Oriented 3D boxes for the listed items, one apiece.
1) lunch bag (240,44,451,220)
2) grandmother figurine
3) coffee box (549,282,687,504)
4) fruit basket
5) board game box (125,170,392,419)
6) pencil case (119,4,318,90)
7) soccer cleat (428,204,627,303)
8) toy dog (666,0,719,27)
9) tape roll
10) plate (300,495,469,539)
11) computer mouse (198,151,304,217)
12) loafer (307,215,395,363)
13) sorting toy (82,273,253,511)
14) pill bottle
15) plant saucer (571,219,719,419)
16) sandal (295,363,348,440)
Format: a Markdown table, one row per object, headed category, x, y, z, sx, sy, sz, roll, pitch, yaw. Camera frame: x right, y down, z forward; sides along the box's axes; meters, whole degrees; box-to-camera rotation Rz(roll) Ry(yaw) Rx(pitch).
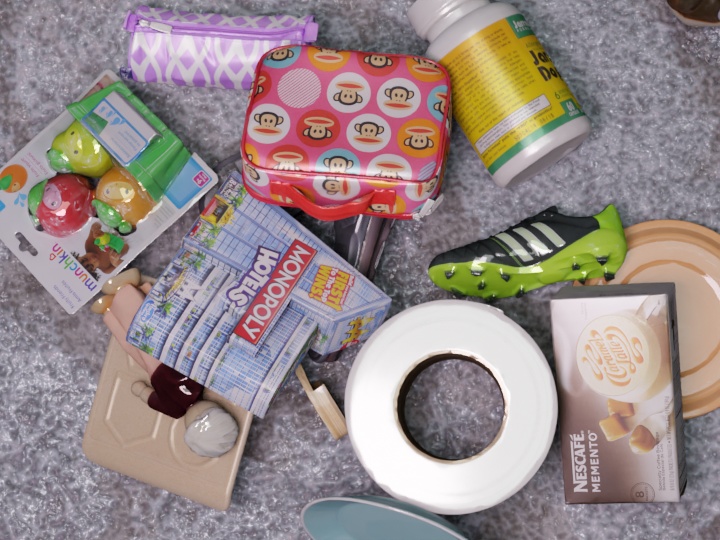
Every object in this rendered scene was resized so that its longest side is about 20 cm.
| category | x | y | z | sx | sy | sz | roll | pitch | yaw |
| --- | --- | --- | --- | --- | --- | --- | --- | --- | --- |
| lunch bag | -0.014 | -0.123 | 1.678 | 0.199 | 0.082 | 0.177 | 7 | 59 | 4 |
| grandmother figurine | -0.183 | 0.093 | 1.694 | 0.060 | 0.121 | 0.200 | -25 | 71 | -31 |
| coffee box | 0.249 | 0.117 | 1.689 | 0.114 | 0.080 | 0.201 | -2 | 98 | 16 |
| fruit basket | -0.270 | -0.084 | 1.747 | 0.200 | 0.094 | 0.185 | -40 | 65 | -11 |
| board game box | -0.084 | 0.031 | 1.653 | 0.199 | 0.062 | 0.200 | 28 | 51 | 5 |
| pencil case | -0.140 | -0.228 | 1.778 | 0.199 | 0.086 | 0.084 | 3 | 58 | 2 |
| soccer cleat | 0.166 | -0.020 | 1.751 | 0.199 | 0.068 | 0.081 | -8 | 52 | 13 |
| toy dog | 0.343 | -0.340 | 1.729 | 0.193 | 0.139 | 0.201 | -4 | 84 | 17 |
| tape roll | 0.089 | 0.133 | 1.700 | 0.202 | 0.139 | 0.204 | 0 | 85 | 5 |
| plate | 0.040 | 0.257 | 1.673 | 0.199 | 0.200 | 0.026 | 20 | 62 | 6 |
| computer mouse | -0.070 | -0.092 | 1.780 | 0.199 | 0.053 | 0.139 | -25 | 92 | -6 |
| loafer | 0.000 | 0.000 | 1.747 | 0.063 | 0.072 | 0.201 | 9 | 102 | -27 |
| sorting toy | -0.178 | 0.118 | 1.742 | 0.184 | 0.036 | 0.201 | 16 | 95 | 29 |
| pill bottle | 0.132 | -0.192 | 1.740 | 0.112 | 0.113 | 0.201 | -32 | 82 | 1 |
| plant saucer | 0.304 | 0.049 | 1.745 | 0.199 | 0.032 | 0.201 | 0 | 84 | 4 |
| sandal | -0.092 | 0.087 | 1.749 | 0.069 | 0.078 | 0.212 | -32 | 89 | -2 |
